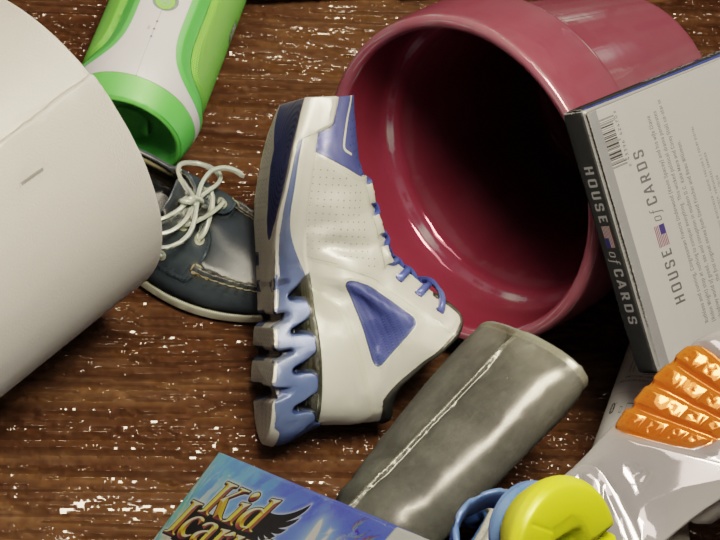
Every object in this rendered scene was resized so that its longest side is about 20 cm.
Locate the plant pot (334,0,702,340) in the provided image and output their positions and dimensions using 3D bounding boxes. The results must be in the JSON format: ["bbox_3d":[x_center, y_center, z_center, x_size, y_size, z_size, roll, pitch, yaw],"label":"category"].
[{"bbox_3d":[0.110,-0.080,1.456,0.200,0.201,0.179,43,44,18],"label":"plant pot"}]

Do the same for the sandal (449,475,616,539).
[{"bbox_3d":[0.096,0.184,1.231,0.079,0.201,0.087,-23,23,-28],"label":"sandal"}]

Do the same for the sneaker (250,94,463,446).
[{"bbox_3d":[0.000,0.001,1.407,0.114,0.081,0.201,2,93,-16],"label":"sneaker"}]

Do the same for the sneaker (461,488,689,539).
[{"bbox_3d":[0.107,0.208,1.326,0.145,0.081,0.201,0,60,2],"label":"sneaker"}]

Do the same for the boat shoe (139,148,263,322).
[{"bbox_3d":[-0.115,-0.034,1.449,0.199,0.062,0.075,27,56,7],"label":"boat shoe"}]

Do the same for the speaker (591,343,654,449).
[{"bbox_3d":[0.198,0.038,1.418,0.081,0.081,0.201,20,70,4],"label":"speaker"}]

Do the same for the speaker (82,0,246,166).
[{"bbox_3d":[-0.116,-0.158,1.519,0.088,0.089,0.201,17,55,1],"label":"speaker"}]

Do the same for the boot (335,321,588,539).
[{"bbox_3d":[0.049,0.122,1.316,0.200,0.073,0.182,-35,35,-17],"label":"boot"}]

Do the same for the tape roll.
[{"bbox_3d":[-0.225,-0.036,1.349,0.202,0.203,0.139,40,58,17],"label":"tape roll"}]

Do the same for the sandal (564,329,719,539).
[{"bbox_3d":[0.161,0.108,1.320,0.206,0.059,0.079,-38,72,-5],"label":"sandal"}]

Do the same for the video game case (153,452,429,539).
[{"bbox_3d":[-0.062,0.191,1.215,0.182,0.045,0.200,-52,32,-16],"label":"video game case"}]

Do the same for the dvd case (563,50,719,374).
[{"bbox_3d":[0.211,-0.046,1.370,0.199,0.025,0.151,-22,99,-32],"label":"dvd case"}]
